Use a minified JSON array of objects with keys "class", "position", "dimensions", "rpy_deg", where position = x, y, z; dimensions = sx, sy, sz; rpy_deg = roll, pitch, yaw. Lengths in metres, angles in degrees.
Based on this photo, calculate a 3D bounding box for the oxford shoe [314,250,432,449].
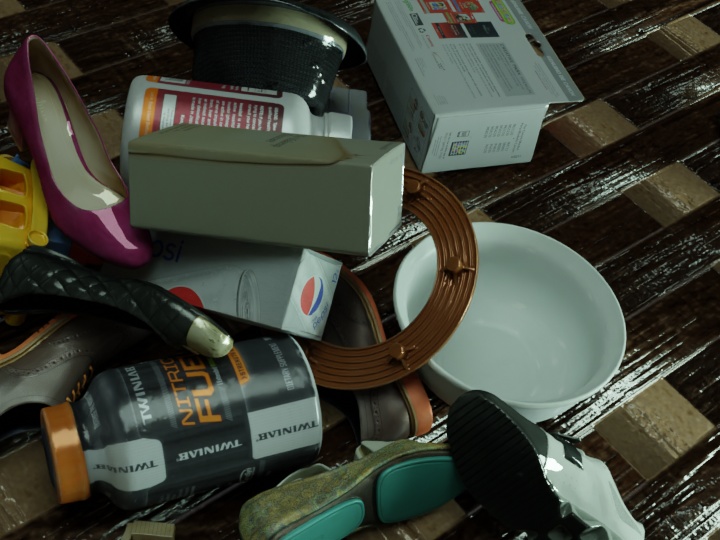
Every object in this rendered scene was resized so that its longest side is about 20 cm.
[{"class":"oxford shoe","position":[-0.017,0.063,0.955],"dimensions":[0.072,0.071,0.200],"rpy_deg":[-21,55,-22]}]

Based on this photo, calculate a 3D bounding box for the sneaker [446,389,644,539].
[{"class":"sneaker","position":[0.147,0.163,0.879],"dimensions":[0.200,0.074,0.089],"rpy_deg":[49,36,-5]}]

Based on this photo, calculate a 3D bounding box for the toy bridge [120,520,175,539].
[{"class":"toy bridge","position":[-0.166,0.239,0.744],"dimensions":[0.067,0.027,0.200],"rpy_deg":[7,28,-5]}]

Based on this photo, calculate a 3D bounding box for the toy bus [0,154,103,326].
[{"class":"toy bus","position":[-0.314,-0.054,0.968],"dimensions":[0.191,0.136,0.201],"rpy_deg":[8,43,-23]}]

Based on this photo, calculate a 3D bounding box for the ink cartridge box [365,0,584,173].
[{"class":"ink cartridge box","position":[0.119,-0.209,1.223],"dimensions":[0.174,0.084,0.201],"rpy_deg":[-7,50,-18]}]

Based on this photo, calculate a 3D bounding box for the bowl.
[{"class":"bowl","position":[0.118,0.060,0.971],"dimensions":[0.199,0.091,0.202],"rpy_deg":[7,46,-7]}]

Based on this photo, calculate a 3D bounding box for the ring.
[{"class":"ring","position":[0.000,0.000,0.929],"dimensions":[0.199,0.019,0.202],"rpy_deg":[-8,65,18]}]

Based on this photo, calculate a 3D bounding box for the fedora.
[{"class":"fedora","position":[-0.096,-0.195,1.096],"dimensions":[0.199,0.201,0.092],"rpy_deg":[10,79,-3]}]

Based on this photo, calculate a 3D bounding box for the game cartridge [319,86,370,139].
[{"class":"game cartridge","position":[-0.053,-0.116,1.137],"dimensions":[0.129,0.039,0.201],"rpy_deg":[10,46,-9]}]

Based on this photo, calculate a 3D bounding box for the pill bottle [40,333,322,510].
[{"class":"pill bottle","position":[-0.137,0.118,0.852],"dimensions":[0.199,0.107,0.107],"rpy_deg":[-12,51,-21]}]

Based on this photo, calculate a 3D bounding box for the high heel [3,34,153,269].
[{"class":"high heel","position":[-0.224,-0.095,0.909],"dimensions":[0.067,0.096,0.200],"rpy_deg":[-20,62,-34]}]

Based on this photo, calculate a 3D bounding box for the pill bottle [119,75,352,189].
[{"class":"pill bottle","position":[-0.111,-0.109,1.020],"dimensions":[0.198,0.113,0.114],"rpy_deg":[6,47,-5]}]

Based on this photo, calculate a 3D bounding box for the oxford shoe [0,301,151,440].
[{"class":"oxford shoe","position":[-0.238,0.085,0.890],"dimensions":[0.199,0.072,0.073],"rpy_deg":[-29,64,-29]}]

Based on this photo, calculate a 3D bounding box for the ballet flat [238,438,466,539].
[{"class":"ballet flat","position":[-0.004,0.167,0.868],"dimensions":[0.199,0.071,0.071],"rpy_deg":[-19,54,-27]}]

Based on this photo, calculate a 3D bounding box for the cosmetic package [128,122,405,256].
[{"class":"cosmetic package","position":[-0.073,-0.067,0.892],"dimensions":[0.198,0.074,0.104],"rpy_deg":[6,17,14]}]

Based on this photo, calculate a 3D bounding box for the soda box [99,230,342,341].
[{"class":"soda box","position":[-0.118,0.002,0.929],"dimensions":[0.199,0.063,0.069],"rpy_deg":[13,85,31]}]

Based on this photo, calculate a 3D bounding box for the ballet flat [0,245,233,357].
[{"class":"ballet flat","position":[-0.186,0.034,0.855],"dimensions":[0.199,0.067,0.057],"rpy_deg":[16,68,19]}]
